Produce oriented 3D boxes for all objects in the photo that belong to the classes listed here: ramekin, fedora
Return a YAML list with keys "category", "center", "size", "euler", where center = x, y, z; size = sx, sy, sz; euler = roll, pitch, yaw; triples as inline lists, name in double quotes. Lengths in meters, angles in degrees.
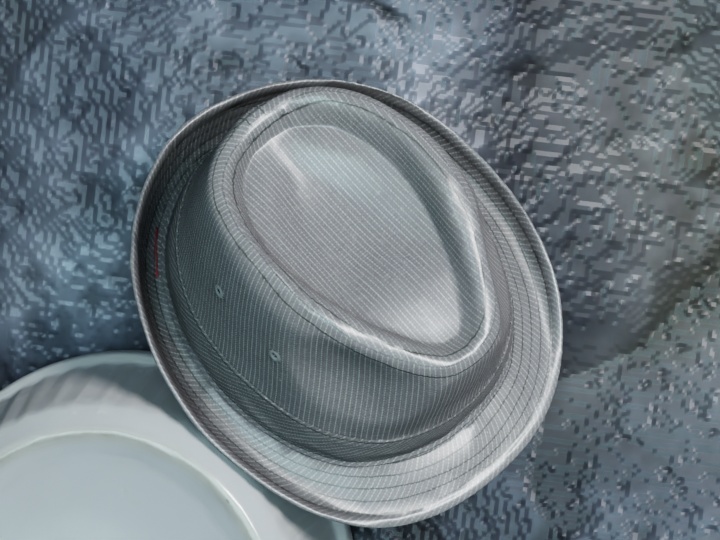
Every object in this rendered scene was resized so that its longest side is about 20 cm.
- category: "ramekin"
  center: [-0.106, 0.138, 1.224]
  size: [0.202, 0.094, 0.203]
  euler: [1, 96, 6]
- category: "fedora"
  center: [0.000, 0.000, 1.169]
  size: [0.177, 0.090, 0.200]
  euler: [-33, 81, -18]
